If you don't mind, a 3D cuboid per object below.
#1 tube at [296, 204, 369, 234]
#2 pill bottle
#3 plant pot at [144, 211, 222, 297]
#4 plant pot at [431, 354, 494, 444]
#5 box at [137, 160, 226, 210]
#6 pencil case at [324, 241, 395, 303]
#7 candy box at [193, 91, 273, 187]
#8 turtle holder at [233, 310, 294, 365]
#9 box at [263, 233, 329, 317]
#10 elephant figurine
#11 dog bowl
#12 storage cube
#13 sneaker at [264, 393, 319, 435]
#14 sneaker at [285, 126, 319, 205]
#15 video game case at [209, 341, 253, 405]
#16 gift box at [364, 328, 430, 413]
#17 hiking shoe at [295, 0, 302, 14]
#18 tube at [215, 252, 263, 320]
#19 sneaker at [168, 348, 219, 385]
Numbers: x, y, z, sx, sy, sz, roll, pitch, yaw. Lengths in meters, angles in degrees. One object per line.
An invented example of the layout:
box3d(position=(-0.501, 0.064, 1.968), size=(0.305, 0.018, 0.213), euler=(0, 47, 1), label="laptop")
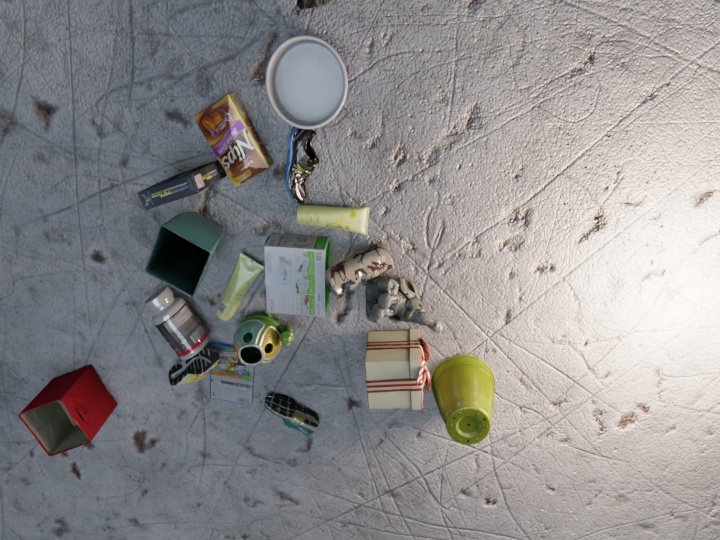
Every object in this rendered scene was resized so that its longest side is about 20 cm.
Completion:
box3d(position=(-0.074, -0.143, 1.476), size=(0.192, 0.054, 0.058), euler=(6, 159, -3), label="tube")
box3d(position=(-0.540, 0.151, 1.617), size=(0.108, 0.112, 0.203), euler=(-26, 110, 16), label="pill bottle")
box3d(position=(-0.447, -0.064, 1.461), size=(0.138, 0.201, 0.144), euler=(28, 115, -7), label="plant pot")
box3d(position=(0.304, 0.388, 1.598), size=(0.192, 0.194, 0.207), euler=(2, 116, 5), label="plant pot")
box3d(position=(-0.444, -0.219, 1.391), size=(0.152, 0.201, 0.053), euler=(-15, 108, 12), label="box")
box3d(position=(0.000, 0.000, 1.476), size=(0.195, 0.078, 0.092), euler=(-28, 117, -12), label="pencil case")
box3d(position=(-0.322, -0.333, 1.408), size=(0.114, 0.057, 0.204), euler=(-24, 111, 15), label="candy box")
box3d(position=(-0.286, 0.214, 1.609), size=(0.179, 0.133, 0.145), euler=(13, 115, 0), label="turtle holder")
box3d(position=(-0.174, 0.015, 1.528), size=(0.169, 0.097, 0.207), euler=(3, 115, 5), label="box")
box3d(position=(0.114, 0.095, 1.528), size=(0.194, 0.161, 0.140), euler=(13, 156, -29), label="elephant figurine")
box3d(position=(-0.125, -0.445, 1.311), size=(0.192, 0.079, 0.208), euler=(1, 107, 2), label="dog bowl")
box3d(position=(-0.922, 0.440, 1.748), size=(0.194, 0.181, 0.175), euler=(-19, 112, 15), label="storage cube")
box3d(position=(-0.227, 0.466, 1.754), size=(0.197, 0.078, 0.080), euler=(34, 122, -10), label="sneaker")
box3d(position=(-0.147, -0.265, 1.413), size=(0.080, 0.071, 0.207), euler=(9, 112, 8), label="sneaker")
box3d(position=(-0.406, 0.326, 1.736), size=(0.138, 0.018, 0.207), euler=(9, 115, 2), label="video game case")
box3d(position=(0.110, 0.296, 1.578), size=(0.179, 0.202, 0.190), euler=(-3, 120, 5), label="gift box")
box3d(position=(-0.145, -0.683, 1.220), size=(0.097, 0.076, 0.205), euler=(-18, 113, 9), label="hiking shoe")
box3d(position=(-0.353, 0.051, 1.585), size=(0.057, 0.052, 0.203), euler=(9, 120, -46), label="tube")
box3d(position=(-0.499, 0.295, 1.699), size=(0.196, 0.089, 0.081), euler=(-26, 68, 25), label="sneaker")
